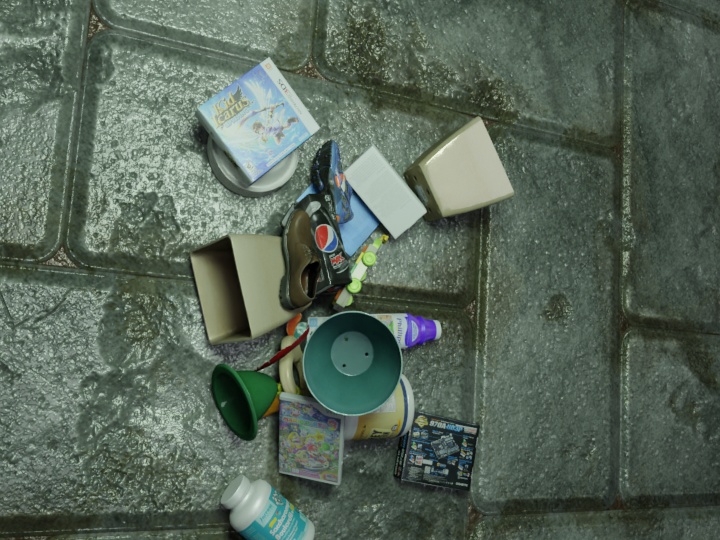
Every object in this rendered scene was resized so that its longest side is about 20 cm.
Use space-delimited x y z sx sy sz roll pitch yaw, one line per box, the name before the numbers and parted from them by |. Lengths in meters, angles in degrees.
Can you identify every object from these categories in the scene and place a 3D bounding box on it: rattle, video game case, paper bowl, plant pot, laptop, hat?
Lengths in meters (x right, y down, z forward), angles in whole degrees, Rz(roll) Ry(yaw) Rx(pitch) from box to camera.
rattle | -0.180 0.209 1.436 0.129 0.141 0.204 10 62 -54
video game case | -0.211 -0.310 1.351 0.200 0.045 0.182 -42 101 -22
paper bowl | -0.229 -0.270 1.420 0.196 0.104 0.206 3 82 -24
plant pot | -0.216 0.028 1.347 0.175 0.198 0.205 -13 90 -38
laptop | -0.061 -0.107 1.470 0.115 0.201 0.187 -39 104 21
plant pot | -0.017 0.179 1.329 0.195 0.135 0.205 0 92 -2
hat | -0.192 0.238 1.357 0.174 0.199 0.169 -23 92 -37
video game case | -0.104 0.357 1.371 0.140 0.018 0.204 9 115 10
plant pot | 0.222 -0.223 1.573 0.175 0.200 0.203 -28 96 -12

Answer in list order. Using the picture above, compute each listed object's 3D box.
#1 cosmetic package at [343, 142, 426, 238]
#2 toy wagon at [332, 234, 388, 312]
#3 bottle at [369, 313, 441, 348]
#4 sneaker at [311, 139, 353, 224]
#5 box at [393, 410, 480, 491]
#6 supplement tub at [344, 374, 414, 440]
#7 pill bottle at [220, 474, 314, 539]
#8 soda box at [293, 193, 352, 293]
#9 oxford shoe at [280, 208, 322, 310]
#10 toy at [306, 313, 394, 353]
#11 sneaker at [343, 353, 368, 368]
cosmetic package | 0.056 -0.188 1.533 0.101 0.071 0.201 -38 102 11
toy wagon | 0.000 0.000 1.465 0.039 0.155 0.202 30 73 -1
bottle | 0.097 0.144 1.543 0.196 0.065 0.086 2 87 -24
sneaker | -0.059 -0.195 1.466 0.077 0.074 0.205 6 75 -45
box | 0.186 0.433 1.565 0.196 0.046 0.163 16 79 -21
supplement tub | 0.006 0.301 1.445 0.196 0.144 0.148 2 84 -23
pill bottle | -0.197 0.517 1.354 0.200 0.110 0.111 45 70 -14
soda box | -0.080 -0.058 1.381 0.062 0.070 0.204 -5 74 -39
oxford shoe | -0.107 -0.028 1.284 0.072 0.083 0.205 14 68 -47
toy | -0.021 0.125 1.434 0.195 0.116 0.048 0 127 -3
sneaker | -0.016 0.188 1.444 0.195 0.090 0.080 2 102 9
